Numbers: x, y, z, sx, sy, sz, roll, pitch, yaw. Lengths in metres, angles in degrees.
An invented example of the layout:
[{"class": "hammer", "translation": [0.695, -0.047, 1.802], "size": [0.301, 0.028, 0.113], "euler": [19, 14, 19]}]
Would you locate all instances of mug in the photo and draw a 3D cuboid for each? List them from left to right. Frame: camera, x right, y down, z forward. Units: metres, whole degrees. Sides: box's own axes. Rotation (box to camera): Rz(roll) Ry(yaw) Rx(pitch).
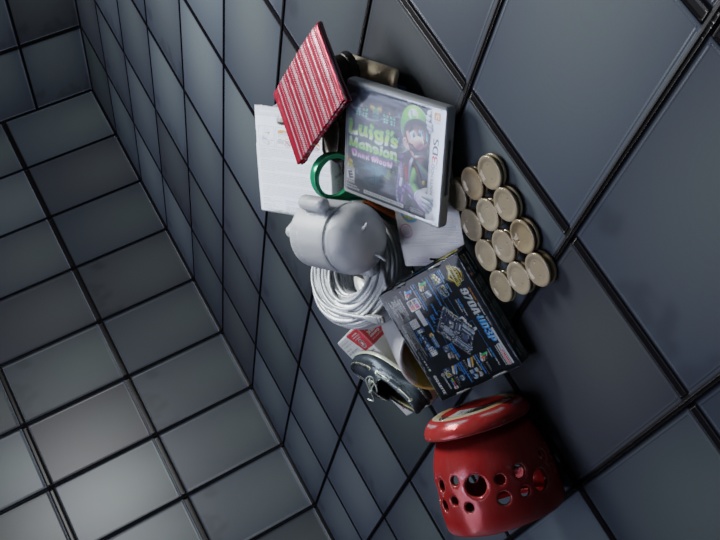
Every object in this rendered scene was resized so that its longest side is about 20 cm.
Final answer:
[{"class": "mug", "translation": [0.106, 0.118, 1.644], "size": [0.153, 0.148, 0.189], "euler": [-132, 39, -59]}]

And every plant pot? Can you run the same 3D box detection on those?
[{"class": "plant pot", "translation": [0.209, 0.303, 1.526], "size": [0.200, 0.199, 0.184], "euler": [157, 97, -71]}]

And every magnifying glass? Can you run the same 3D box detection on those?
[{"class": "magnifying glass", "translation": [-0.003, -0.135, 1.608], "size": [0.199, 0.080, 0.022], "euler": [26, -178, -39]}]

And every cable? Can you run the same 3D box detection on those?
[{"class": "cable", "translation": [0.000, 0.000, 1.625], "size": [0.199, 0.069, 0.202], "euler": [-8, 77, 44]}]

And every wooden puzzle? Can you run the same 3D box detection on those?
[{"class": "wooden puzzle", "translation": [0.037, -0.242, 1.549], "size": [0.185, 0.046, 0.202], "euler": [35, 140, 55]}]

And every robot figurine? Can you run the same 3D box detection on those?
[{"class": "robot figurine", "translation": [-0.035, -0.055, 1.522], "size": [0.199, 0.113, 0.170], "euler": [11, 149, 52]}]

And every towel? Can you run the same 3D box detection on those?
[{"class": "towel", "translation": [-0.079, -0.276, 1.514], "size": [0.200, 0.022, 0.146], "euler": [-44, 61, 54]}]

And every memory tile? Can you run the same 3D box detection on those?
[{"class": "memory tile", "translation": [0.197, -0.059, 1.356], "size": [0.202, 0.017, 0.153], "euler": [65, 154, 5]}]

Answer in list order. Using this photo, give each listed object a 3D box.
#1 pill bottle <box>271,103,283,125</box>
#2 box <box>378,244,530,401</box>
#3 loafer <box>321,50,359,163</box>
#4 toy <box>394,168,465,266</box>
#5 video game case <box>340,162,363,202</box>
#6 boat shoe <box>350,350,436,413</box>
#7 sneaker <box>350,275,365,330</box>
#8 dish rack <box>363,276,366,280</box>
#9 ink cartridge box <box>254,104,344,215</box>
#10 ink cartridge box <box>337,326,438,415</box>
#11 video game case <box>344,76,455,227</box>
[{"class": "pill bottle", "translation": [-0.103, -0.214, 1.795], "size": [0.114, 0.113, 0.202], "euler": [35, 139, 55]}, {"class": "box", "translation": [0.144, 0.084, 1.478], "size": [0.158, 0.046, 0.201], "euler": [-30, 94, 32]}, {"class": "loafer", "translation": [-0.050, -0.264, 1.565], "size": [0.073, 0.071, 0.201], "euler": [51, 147, 42]}, {"class": "toy", "translation": [0.108, -0.109, 1.481], "size": [0.114, 0.047, 0.202], "euler": [0, 113, 36]}, {"class": "video game case", "translation": [-0.018, -0.158, 1.737], "size": [0.183, 0.023, 0.201], "euler": [-107, 7, -52]}, {"class": "boat shoe", "translation": [0.047, 0.204, 1.710], "size": [0.199, 0.062, 0.075], "euler": [22, 147, 40]}, {"class": "sneaker", "translation": [0.005, 0.103, 1.941], "size": [0.202, 0.107, 0.067], "euler": [57, 160, 22]}, {"class": "dish rack", "translation": [0.063, 0.036, 1.807], "size": [0.201, 0.043, 0.172], "euler": [61, 159, 11]}, {"class": "ink cartridge box", "translation": [-0.109, -0.197, 1.714], "size": [0.161, 0.050, 0.202], "euler": [10, 114, 25]}, {"class": "ink cartridge box", "translation": [0.067, 0.168, 1.802], "size": [0.200, 0.084, 0.144], "euler": [45, 157, 1]}, {"class": "video game case", "translation": [0.053, -0.179, 1.431], "size": [0.199, 0.023, 0.184], "euler": [25, 124, 38]}]
